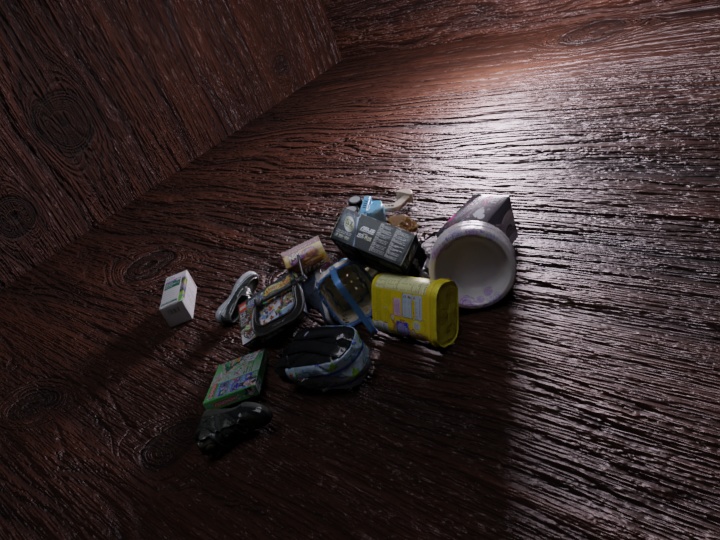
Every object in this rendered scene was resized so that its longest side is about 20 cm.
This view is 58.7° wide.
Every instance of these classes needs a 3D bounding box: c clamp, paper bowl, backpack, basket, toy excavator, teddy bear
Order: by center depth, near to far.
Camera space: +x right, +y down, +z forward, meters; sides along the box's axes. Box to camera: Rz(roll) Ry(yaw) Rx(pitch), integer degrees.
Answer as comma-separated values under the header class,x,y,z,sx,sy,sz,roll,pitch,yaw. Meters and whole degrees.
class,x,y,z,sx,sy,sz,roll,pitch,yaw
backpack,-0.072,0.198,1.469,0.199,0.154,0.163,-27,18,42
paper bowl,0.263,-0.020,1.500,0.199,0.202,0.104,-14,20,17
basket,-0.027,0.060,1.607,0.139,0.177,0.200,-32,24,5
c clamp,-0.214,0.078,1.682,0.199,0.027,0.172,-32,54,15
teddy bear,0.102,-0.082,1.856,0.144,0.067,0.201,-13,34,11
toy excavator,0.063,-0.191,2.048,0.198,0.100,0.195,0,37,13

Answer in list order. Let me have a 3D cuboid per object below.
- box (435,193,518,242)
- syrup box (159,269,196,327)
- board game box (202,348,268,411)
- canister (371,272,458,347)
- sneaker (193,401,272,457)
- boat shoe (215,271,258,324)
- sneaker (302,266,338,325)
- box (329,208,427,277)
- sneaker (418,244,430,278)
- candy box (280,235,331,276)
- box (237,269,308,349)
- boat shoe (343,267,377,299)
class,x,y,z,sx,sy,sz,roll,pitch,yaw
box,0.306,-0.090,1.651,0.114,0.133,0.200,11,43,42
syrup box,-0.582,0.088,2.053,0.078,0.082,0.200,-21,31,2
board game box,-0.302,0.267,1.576,0.134,0.029,0.200,-21,18,6
canister,0.122,0.085,1.482,0.199,0.150,0.086,9,17,43
sneaker,-0.287,0.357,1.417,0.198,0.077,0.115,-13,33,24
boat shoe,-0.351,0.087,1.916,0.070,0.072,0.201,8,52,30
sneaker,-0.137,0.099,1.729,0.146,0.077,0.203,-31,40,10
box,0.047,-0.057,1.576,0.199,0.164,0.087,22,80,23
sneaker,0.152,0.007,1.683,0.081,0.075,0.200,-36,28,17
candy box,-0.148,-0.019,1.814,0.116,0.200,0.057,-25,71,-2
box,-0.239,0.106,1.724,0.199,0.038,0.137,-32,49,17
boat shoe,-0.002,0.001,1.795,0.073,0.063,0.201,-5,35,29
